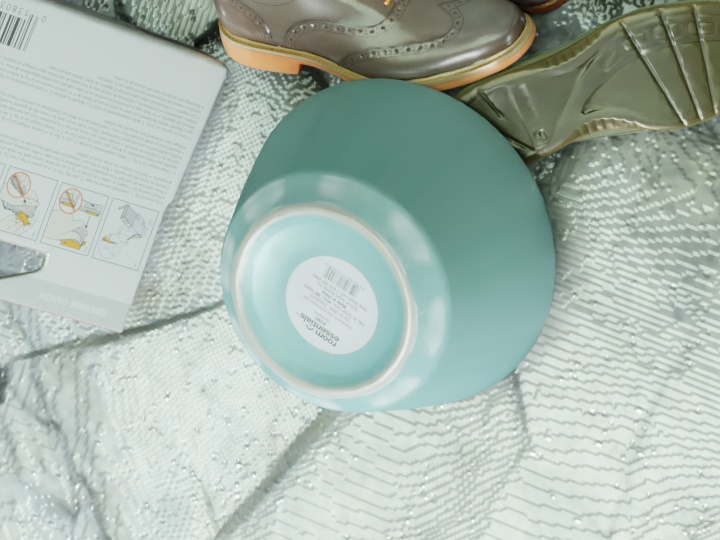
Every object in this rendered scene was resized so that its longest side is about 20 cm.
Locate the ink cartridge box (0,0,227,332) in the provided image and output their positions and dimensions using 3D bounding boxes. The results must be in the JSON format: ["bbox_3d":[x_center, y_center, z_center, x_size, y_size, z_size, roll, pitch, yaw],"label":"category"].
[{"bbox_3d":[-0.195,-0.072,1.667,0.045,0.200,0.176,32,101,52],"label":"ink cartridge box"}]

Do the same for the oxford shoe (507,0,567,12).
[{"bbox_3d":[0.038,-0.220,1.651,0.200,0.073,0.071,31,100,14],"label":"oxford shoe"}]

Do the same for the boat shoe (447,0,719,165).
[{"bbox_3d":[0.145,-0.109,1.634,0.200,0.063,0.073,-21,101,13],"label":"boat shoe"}]

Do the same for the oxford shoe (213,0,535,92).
[{"bbox_3d":[0.002,-0.151,1.644,0.200,0.073,0.071,5,48,22],"label":"oxford shoe"}]

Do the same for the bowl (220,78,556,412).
[{"bbox_3d":[0.000,0.000,1.620,0.201,0.105,0.201,10,112,24],"label":"bowl"}]
